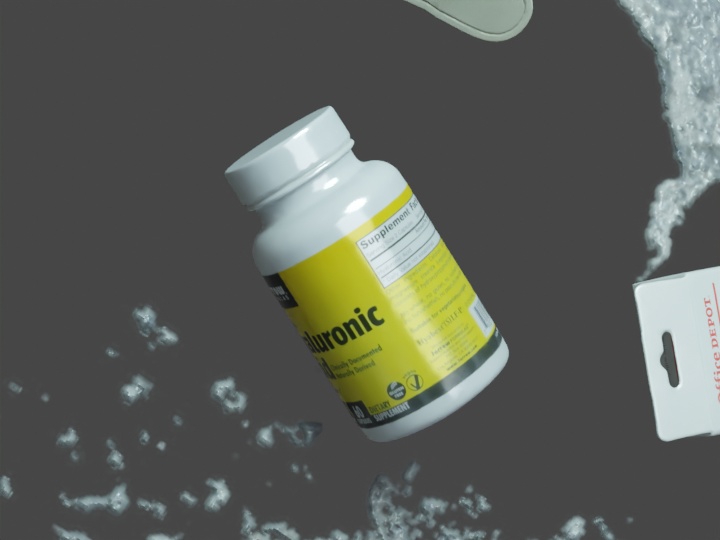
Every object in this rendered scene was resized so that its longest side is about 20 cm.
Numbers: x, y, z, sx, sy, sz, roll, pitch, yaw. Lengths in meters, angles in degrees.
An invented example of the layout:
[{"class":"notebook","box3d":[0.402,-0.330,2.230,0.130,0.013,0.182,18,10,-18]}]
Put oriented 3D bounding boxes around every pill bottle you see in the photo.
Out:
[{"class":"pill bottle","box3d":[0.000,0.000,1.239,0.111,0.111,0.200,-36,99,-25]}]

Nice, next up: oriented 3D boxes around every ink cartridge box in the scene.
[{"class":"ink cartridge box","box3d":[0.268,0.053,1.388,0.200,0.067,0.117,-8,87,-28]}]

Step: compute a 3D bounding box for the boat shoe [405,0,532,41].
[{"class":"boat shoe","box3d":[0.030,-0.228,1.321,0.200,0.073,0.063,30,29,-14]}]
